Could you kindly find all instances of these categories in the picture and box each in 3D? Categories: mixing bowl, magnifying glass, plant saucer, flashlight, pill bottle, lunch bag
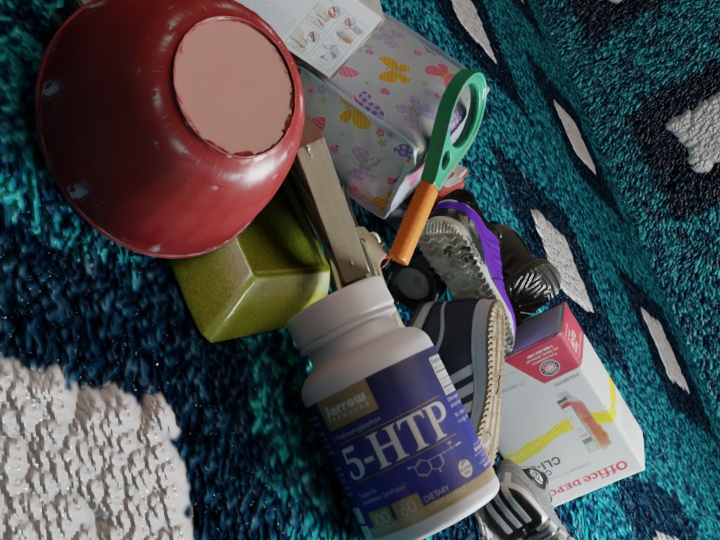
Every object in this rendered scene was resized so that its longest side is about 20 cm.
[{"bbox_3d":[-0.114,-0.115,0.703,0.199,0.108,0.202,6,80,-36],"label":"mixing bowl"},{"bbox_3d":[0.076,-0.100,0.969,0.201,0.022,0.080,-65,155,-9],"label":"magnifying glass"},{"bbox_3d":[-0.101,-0.049,0.849,0.201,0.048,0.200,65,23,8],"label":"plant saucer"},{"bbox_3d":[0.093,-0.023,1.166,0.067,0.068,0.200,20,32,15],"label":"flashlight"},{"bbox_3d":[0.020,0.114,0.827,0.201,0.119,0.120,64,22,7],"label":"pill bottle"},{"bbox_3d":[0.004,-0.177,1.048,0.199,0.128,0.170,38,45,8],"label":"lunch bag"}]

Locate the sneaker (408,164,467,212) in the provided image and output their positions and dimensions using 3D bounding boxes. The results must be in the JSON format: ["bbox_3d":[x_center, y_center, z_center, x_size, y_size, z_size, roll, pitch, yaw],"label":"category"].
[{"bbox_3d":[0.062,-0.128,1.176,0.116,0.078,0.200,51,13,-4],"label":"sneaker"}]

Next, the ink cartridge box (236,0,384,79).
[{"bbox_3d":[-0.085,-0.305,0.948,0.199,0.084,0.177,30,33,-30],"label":"ink cartridge box"}]

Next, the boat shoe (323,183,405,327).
[{"bbox_3d":[0.000,0.000,0.962,0.071,0.062,0.202,86,-7,-62],"label":"boat shoe"}]

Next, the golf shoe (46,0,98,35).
[{"bbox_3d":[-0.155,-0.185,0.816,0.077,0.088,0.200,41,11,24],"label":"golf shoe"}]

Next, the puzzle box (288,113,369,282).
[{"bbox_3d":[-0.050,-0.092,0.881,0.200,0.025,0.134,-123,-168,-57],"label":"puzzle box"}]

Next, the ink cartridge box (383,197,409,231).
[{"bbox_3d":[0.010,-0.157,1.217,0.196,0.043,0.201,35,34,-45],"label":"ink cartridge box"}]

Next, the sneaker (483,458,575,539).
[{"bbox_3d":[0.210,0.286,1.103,0.201,0.075,0.116,55,21,-13],"label":"sneaker"}]

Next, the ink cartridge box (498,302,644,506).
[{"bbox_3d":[0.223,0.162,1.175,0.201,0.144,0.084,56,24,-13],"label":"ink cartridge box"}]

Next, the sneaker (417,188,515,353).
[{"bbox_3d":[0.130,-0.002,1.087,0.201,0.069,0.100,65,35,-33],"label":"sneaker"}]

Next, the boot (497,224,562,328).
[{"bbox_3d":[0.143,0.018,1.234,0.073,0.181,0.200,63,-5,-24],"label":"boot"}]

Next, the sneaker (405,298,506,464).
[{"bbox_3d":[0.088,0.127,1.046,0.070,0.107,0.202,12,83,-64],"label":"sneaker"}]
